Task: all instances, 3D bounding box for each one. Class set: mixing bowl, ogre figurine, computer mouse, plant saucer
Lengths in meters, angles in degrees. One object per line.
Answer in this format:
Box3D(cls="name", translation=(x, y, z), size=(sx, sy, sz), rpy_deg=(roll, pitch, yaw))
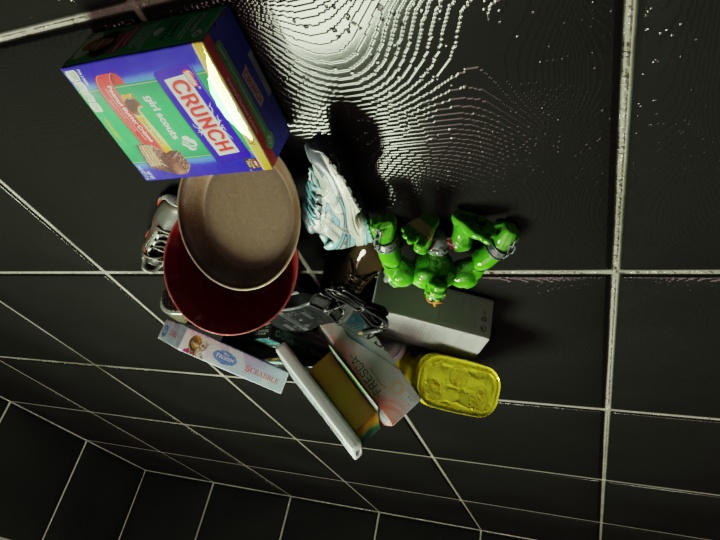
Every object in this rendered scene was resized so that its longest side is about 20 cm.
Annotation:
Box3D(cls="mixing bowl", translation=(-0.185, -0.010, 0.862), size=(0.194, 0.206, 0.108), rpy_deg=(15, 179, 0))
Box3D(cls="ogre figurine", translation=(0.109, -0.022, 0.780), size=(0.195, 0.099, 0.122), rpy_deg=(-14, 142, -19))
Box3D(cls="computer mouse", translation=(-0.047, 0.062, 0.874), size=(0.139, 0.047, 0.197), rpy_deg=(32, 145, -32))
Box3D(cls="plant saucer", translation=(-0.159, -0.077, 0.765), size=(0.195, 0.207, 0.036), rpy_deg=(0, -172, 23))

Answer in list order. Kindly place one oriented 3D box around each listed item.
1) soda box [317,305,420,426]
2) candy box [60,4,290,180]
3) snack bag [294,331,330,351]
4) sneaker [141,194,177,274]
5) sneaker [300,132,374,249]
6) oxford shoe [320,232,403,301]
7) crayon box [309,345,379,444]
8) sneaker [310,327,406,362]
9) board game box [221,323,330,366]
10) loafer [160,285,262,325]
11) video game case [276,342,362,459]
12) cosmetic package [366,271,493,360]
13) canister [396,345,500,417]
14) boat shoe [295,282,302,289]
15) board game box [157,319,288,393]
Box3D(cls="soda box", translation=(0.012, 0.156, 0.945), size=(0.202, 0.068, 0.064), rpy_deg=(54, 164, 4))
Box3D(cls="candy box", translation=(-0.204, -0.194, 0.656), size=(0.194, 0.079, 0.171), rpy_deg=(-1, 142, 22))
Box3D(cls="snack bag", translation=(-0.049, 0.169, 1.079), size=(0.195, 0.022, 0.190), rpy_deg=(18, 155, 12))
Box3D(cls="sneaker", translation=(-0.315, -0.048, 0.928), size=(0.076, 0.084, 0.200), rpy_deg=(25, 148, -17))
Box3D(cls="sneaker", translation=(-0.041, -0.084, 0.722), size=(0.084, 0.079, 0.201), rpy_deg=(-19, 145, 5))
Box3D(cls="oxford shoe", translation=(0.000, 0.000, 0.868), size=(0.071, 0.086, 0.199), rpy_deg=(27, 145, -18))
Box3D(cls="crayon box", translation=(-0.025, 0.216, 0.957), size=(0.126, 0.051, 0.201), rpy_deg=(49, 166, 20))
Box3D(cls="sneaker", translation=(-0.015, 0.127, 1.080), size=(0.195, 0.077, 0.115), rpy_deg=(0, 149, 29))
Box3D(cls="board game box", translation=(-0.156, 0.140, 1.041), size=(0.134, 0.029, 0.198), rpy_deg=(31, 156, -30))
Box3D(cls="loafer", translation=(-0.226, 0.058, 0.943), size=(0.193, 0.077, 0.070), rpy_deg=(5, 152, -1))
Box3D(cls="video game case", translation=(-0.066, 0.225, 0.958), size=(0.201, 0.023, 0.183), rpy_deg=(49, 166, 18))
Box3D(cls="cosmetic package", translation=(0.112, 0.077, 0.950), size=(0.194, 0.073, 0.102), rpy_deg=(14, 151, 1))
Box3D(cls="canister", translation=(0.148, 0.193, 1.031), size=(0.144, 0.089, 0.200), rpy_deg=(14, 176, -8))
Box3D(cls="boat shoe", translation=(-0.196, 0.017, 1.003), size=(0.195, 0.078, 0.074), rpy_deg=(19, 180, -5))
Box3D(cls="board game box", translation=(-0.251, 0.151, 1.025), size=(0.197, 0.042, 0.198), rpy_deg=(31, 165, -26))
